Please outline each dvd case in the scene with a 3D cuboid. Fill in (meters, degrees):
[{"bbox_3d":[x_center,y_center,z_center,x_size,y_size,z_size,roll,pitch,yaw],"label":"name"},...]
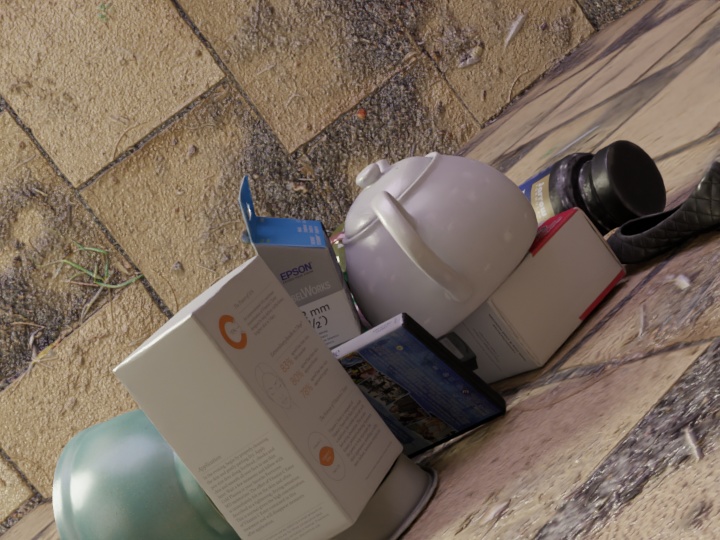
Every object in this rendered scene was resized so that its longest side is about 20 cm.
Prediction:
[{"bbox_3d":[0.004,0.118,1.248,0.199,0.143,0.018,-29,38,28],"label":"dvd case"}]

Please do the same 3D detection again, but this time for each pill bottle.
[{"bbox_3d":[0.208,-0.051,1.491,0.200,0.112,0.112,-33,7,45],"label":"pill bottle"}]

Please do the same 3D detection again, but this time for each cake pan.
[{"bbox_3d":[-0.025,0.215,1.212,0.200,0.037,0.200,-37,6,5],"label":"cake pan"}]

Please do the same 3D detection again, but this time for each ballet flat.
[{"bbox_3d":[0.279,-0.051,1.327,0.066,0.057,0.200,-40,6,-31],"label":"ballet flat"}]

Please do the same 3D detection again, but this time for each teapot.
[{"bbox_3d":[0.052,-0.036,1.325,0.200,0.146,0.198,-31,16,52],"label":"teapot"}]

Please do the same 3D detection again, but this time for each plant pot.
[{"bbox_3d":[-0.155,0.204,1.316,0.134,0.201,0.200,-30,8,28],"label":"plant pot"}]

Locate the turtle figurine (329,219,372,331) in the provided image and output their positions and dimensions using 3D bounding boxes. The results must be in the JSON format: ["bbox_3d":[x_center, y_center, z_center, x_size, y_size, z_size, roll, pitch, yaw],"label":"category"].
[{"bbox_3d":[0.000,0.000,1.497,0.149,0.101,0.201,-23,31,40],"label":"turtle figurine"}]

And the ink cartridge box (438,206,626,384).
[{"bbox_3d":[0.133,0.035,1.396,0.148,0.086,0.200,-44,7,-29],"label":"ink cartridge box"}]

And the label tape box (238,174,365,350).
[{"bbox_3d":[-0.046,0.009,1.318,0.066,0.202,0.143,-19,11,0],"label":"label tape box"}]

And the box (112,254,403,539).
[{"bbox_3d":[-0.077,0.110,1.157,0.097,0.201,0.124,-33,6,29],"label":"box"}]
